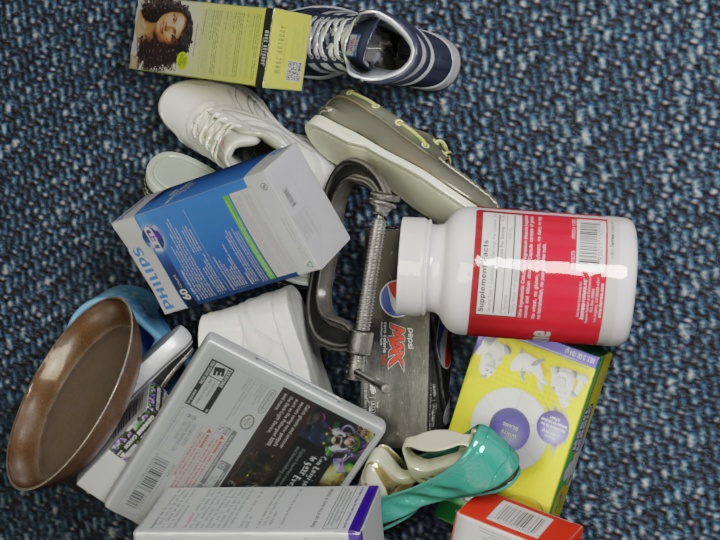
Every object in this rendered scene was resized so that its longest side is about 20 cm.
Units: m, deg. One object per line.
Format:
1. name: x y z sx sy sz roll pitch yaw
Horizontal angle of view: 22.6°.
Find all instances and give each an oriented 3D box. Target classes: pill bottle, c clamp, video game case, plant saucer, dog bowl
1. pill bottle: 0.132 0.003 1.540 0.200 0.112 0.112 4 93 3
2. c clamp: 0.000 0.000 1.591 0.171 0.027 0.200 7 91 62
3. video game case: -0.104 0.174 1.615 0.182 0.023 0.200 28 111 -13
4. plant saucer: -0.261 0.119 1.673 0.032 0.200 0.200 33 109 -26
5. dog bowl: -0.208 0.099 1.750 0.200 0.050 0.112 41 106 17

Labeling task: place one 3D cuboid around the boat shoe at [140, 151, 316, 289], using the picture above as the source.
1. boat shoe: -0.118 -0.039 1.704 0.200 0.076 0.060 36 144 8

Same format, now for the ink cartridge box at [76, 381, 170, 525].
1. ink cartridge box: -0.151 0.203 1.673 0.200 0.050 0.109 37 109 -20

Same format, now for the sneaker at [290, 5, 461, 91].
1. sneaker: -0.018 -0.206 1.628 0.200 0.108 0.070 11 95 22

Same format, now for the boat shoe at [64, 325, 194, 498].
1. boat shoe: -0.213 0.139 1.695 0.066 0.070 0.200 41 103 -6

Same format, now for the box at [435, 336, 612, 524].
1. box: 0.138 0.150 1.607 0.117 0.048 0.200 20 101 22

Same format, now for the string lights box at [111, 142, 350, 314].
1. string lights box: -0.119 -0.035 1.612 0.200 0.059 0.103 -15 111 40

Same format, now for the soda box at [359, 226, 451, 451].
1. soda box: 0.043 0.060 1.635 0.071 0.063 0.200 3 93 22

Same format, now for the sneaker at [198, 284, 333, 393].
1. sneaker: -0.089 0.124 1.678 0.115 0.074 0.200 -16 88 15

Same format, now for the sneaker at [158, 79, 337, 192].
1. sneaker: -0.114 -0.124 1.676 0.200 0.099 0.078 29 102 20

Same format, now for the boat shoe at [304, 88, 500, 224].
1. boat shoe: 0.046 -0.100 1.625 0.202 0.072 0.060 31 67 19

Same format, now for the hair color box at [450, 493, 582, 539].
1. hair color box: 0.123 0.304 1.584 0.101 0.061 0.200 20 114 21

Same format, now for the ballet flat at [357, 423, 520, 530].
1. ballet flat: 0.047 0.178 1.583 0.200 0.067 0.070 -24 109 34

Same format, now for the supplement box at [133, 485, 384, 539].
1. supplement box: -0.084 0.251 1.558 0.200 0.103 0.101 -2 107 11

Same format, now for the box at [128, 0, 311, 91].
1. box: -0.134 -0.211 1.672 0.200 0.050 0.075 11 96 44
